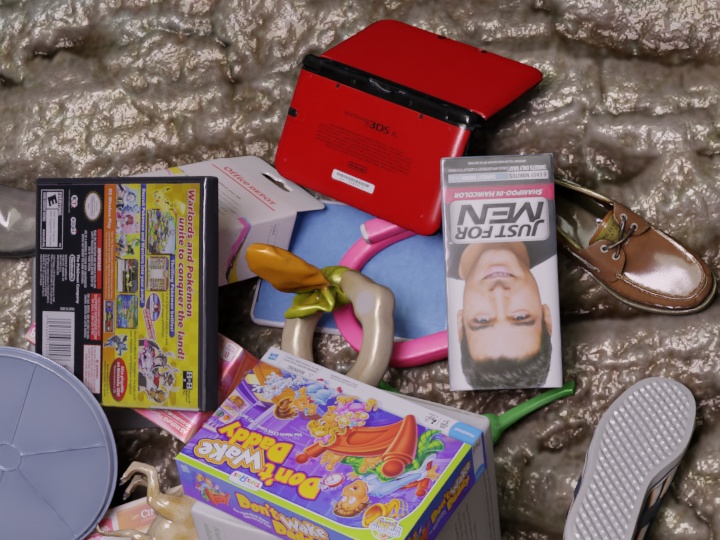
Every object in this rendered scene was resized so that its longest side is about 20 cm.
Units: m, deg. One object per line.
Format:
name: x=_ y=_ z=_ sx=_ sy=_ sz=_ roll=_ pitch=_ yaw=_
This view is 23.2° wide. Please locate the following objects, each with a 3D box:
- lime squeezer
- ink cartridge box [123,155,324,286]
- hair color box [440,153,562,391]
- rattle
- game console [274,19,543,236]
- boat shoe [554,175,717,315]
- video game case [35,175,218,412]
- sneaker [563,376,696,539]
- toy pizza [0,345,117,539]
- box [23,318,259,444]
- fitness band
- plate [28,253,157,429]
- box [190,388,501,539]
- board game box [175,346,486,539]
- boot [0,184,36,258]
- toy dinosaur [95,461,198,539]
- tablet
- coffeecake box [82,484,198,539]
lime squeezer: x=0.088 y=0.122 z=1.570 sx=0.198 sy=0.038 sz=0.071 roll=3 pitch=72 yaw=19
ink cartridge box: x=-0.143 y=-0.043 z=1.640 sx=0.116 sy=0.199 sz=0.068 roll=37 pitch=126 yaw=34
hair color box: x=0.122 y=0.002 z=1.527 sx=0.098 sy=0.061 sz=0.202 roll=-3 pitch=91 yaw=2
rattle: x=-0.056 y=0.091 z=1.542 sx=0.130 sy=0.143 sz=0.201 roll=25 pitch=96 yaw=26
game console: x=0.044 y=-0.138 z=1.653 sx=0.199 sy=0.118 sz=0.174 roll=23 pitch=101 yaw=33
boat shoe: x=0.222 y=-0.024 z=1.561 sx=0.199 sy=0.068 sz=0.072 roll=27 pitch=81 yaw=23
video game case: x=-0.205 y=0.019 z=1.533 sx=0.180 sy=0.025 sz=0.202 roll=1 pitch=91 yaw=27
sneaker: x=0.222 y=0.182 z=1.492 sx=0.078 sy=0.080 sz=0.200 roll=25 pitch=56 yaw=17
toy pizza: x=-0.308 y=0.159 z=1.554 sx=0.199 sy=0.032 sz=0.202 roll=3 pitch=106 yaw=9
box: x=-0.193 y=0.078 z=1.607 sx=0.199 sy=0.095 sz=0.103 roll=31 pitch=84 yaw=23
fitness band: x=0.068 y=0.009 z=1.602 sx=0.199 sy=0.037 sz=0.145 roll=-18 pitch=67 yaw=11
plate: x=-0.239 y=0.055 z=1.699 sx=0.198 sy=0.032 sz=0.202 roll=-5 pitch=70 yaw=16
box: x=-0.004 y=0.222 z=1.449 sx=0.199 sy=0.200 sz=0.172 roll=12 pitch=46 yaw=21
board game box: x=-0.022 y=0.148 z=1.350 sx=0.199 sy=0.045 sz=0.135 roll=20 pitch=50 yaw=27
boot: x=-0.386 y=-0.077 z=1.729 sx=0.198 sy=0.131 sz=0.068 roll=0 pitch=52 yaw=17
toy dinosaur: x=-0.164 y=0.211 z=1.540 sx=0.101 sy=0.058 sz=0.201 roll=31 pitch=89 yaw=9
tablet: x=0.000 y=0.000 z=1.653 sx=0.199 sy=0.014 sz=0.131 roll=7 pitch=74 yaw=19
coffeecake box: x=-0.174 y=0.307 z=1.568 sx=0.153 sy=0.073 sz=0.201 roll=-19 pitch=67 yaw=10
